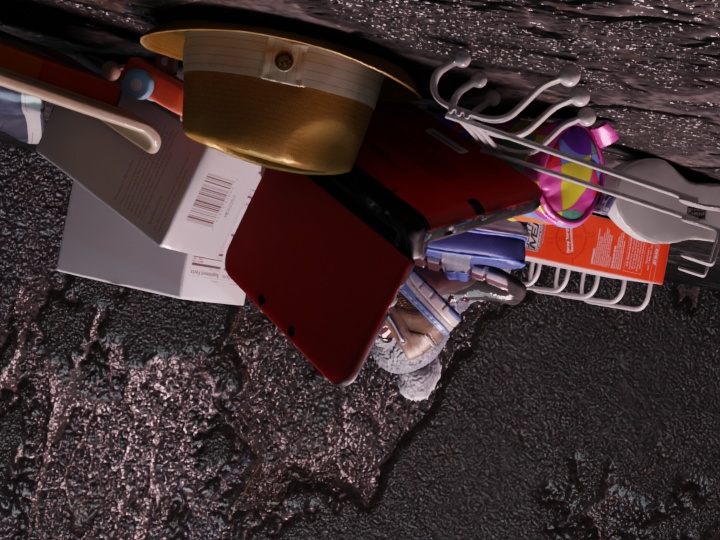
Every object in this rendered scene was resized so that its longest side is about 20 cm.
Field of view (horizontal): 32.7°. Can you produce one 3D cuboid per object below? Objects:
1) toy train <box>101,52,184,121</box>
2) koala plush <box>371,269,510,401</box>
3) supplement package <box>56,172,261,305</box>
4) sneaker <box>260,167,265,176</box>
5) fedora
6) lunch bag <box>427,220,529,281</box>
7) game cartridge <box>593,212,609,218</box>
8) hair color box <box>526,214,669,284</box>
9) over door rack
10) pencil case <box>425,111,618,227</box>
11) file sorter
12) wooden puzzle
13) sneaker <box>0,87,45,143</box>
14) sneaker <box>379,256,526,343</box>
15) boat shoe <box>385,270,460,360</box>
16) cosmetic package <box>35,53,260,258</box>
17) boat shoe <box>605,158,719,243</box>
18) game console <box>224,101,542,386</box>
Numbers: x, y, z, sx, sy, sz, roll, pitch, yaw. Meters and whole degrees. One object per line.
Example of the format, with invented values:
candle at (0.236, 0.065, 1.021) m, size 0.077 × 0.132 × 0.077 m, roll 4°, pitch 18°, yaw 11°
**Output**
toy train at (-0.119, -0.145, 1.010) m, size 0.149 × 0.056 × 0.200 m, roll 30°, pitch -172°, yaw 3°
koala plush at (0.069, 0.034, 1.422) m, size 0.182 × 0.201 × 0.178 m, roll 7°, pitch 144°, yaw 25°
supplement package at (-0.197, -0.079, 1.281) m, size 0.150 × 0.202 × 0.150 m, roll 11°, pitch 180°, yaw 20°
sneaker at (-0.033, -0.115, 1.185) m, size 0.107 × 0.071 × 0.200 m, roll 13°, pitch 176°, yaw -12°
fedora at (-0.059, -0.114, 0.849) m, size 0.198 × 0.083 × 0.201 m, roll 11°, pitch 180°, yaw 0°
lunch bag at (0.095, -0.058, 1.169) m, size 0.134 × 0.134 × 0.200 m, roll 11°, pitch 179°, yaw 5°
game cartridge at (0.256, -0.077, 1.308) m, size 0.132 × 0.042 × 0.199 m, roll 6°, pitch -177°, yaw -38°
hair color box at (0.232, -0.033, 1.355) m, size 0.198 × 0.062 × 0.101 m, roll 10°, pitch 180°, yaw -27°
over door rack at (0.149, -0.074, 0.780) m, size 0.199 × 0.067 × 0.148 m, roll 33°, pitch -174°, yaw 15°
pencil case at (0.107, -0.083, 0.972) m, size 0.088 × 0.089 × 0.199 m, roll 11°, pitch -179°, yaw -40°
file sorter at (0.255, -0.030, 1.520) m, size 0.198 × 0.126 × 0.138 m, roll 11°, pitch 179°, yaw -32°
wooden puzzle at (-0.261, -0.159, 0.928) m, size 0.199 × 0.038 × 0.185 m, roll 23°, pitch -174°, yaw -37°
sneaker at (-0.374, -0.170, 1.178) m, size 0.144 × 0.078 × 0.202 m, roll -1°, pitch 173°, yaw -13°
sneaker at (0.069, 0.030, 1.294) m, size 0.198 × 0.117 × 0.076 m, roll 20°, pitch -176°, yaw 16°
boat shoe at (0.000, 0.000, 1.147) m, size 0.200 × 0.072 × 0.072 m, roll 44°, pitch -179°, yaw 13°
cosmetic package at (-0.187, -0.101, 1.066) m, size 0.199 × 0.102 × 0.074 m, roll 36°, pitch -168°, yaw 36°
boat shoe at (0.264, -0.058, 1.100) m, size 0.063 × 0.072 × 0.199 m, roll 9°, pitch 180°, yaw 44°
game console at (0.011, -0.030, 0.915) m, size 0.171 × 0.120 × 0.200 m, roll -16°, pitch -145°, yaw -27°
